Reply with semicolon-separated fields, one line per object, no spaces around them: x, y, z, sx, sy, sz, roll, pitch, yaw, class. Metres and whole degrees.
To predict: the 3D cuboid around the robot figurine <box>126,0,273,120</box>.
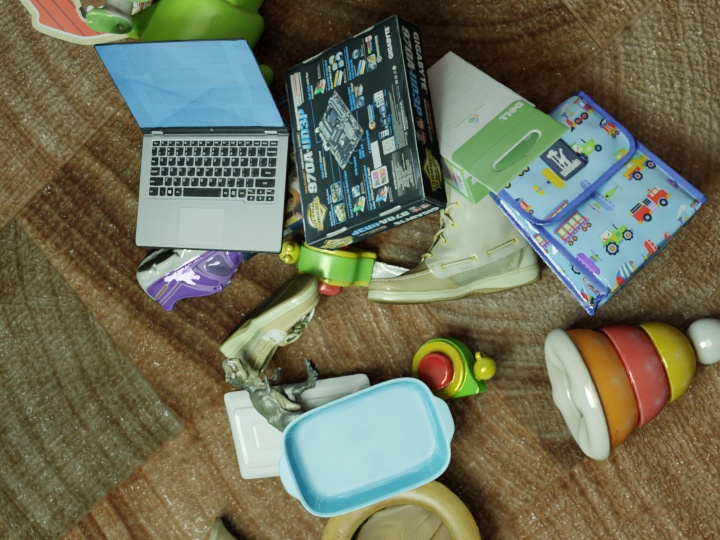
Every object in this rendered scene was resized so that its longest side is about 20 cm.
-0.183;-0.249;1.303;0.174;0.116;0.202;34;104;13;robot figurine

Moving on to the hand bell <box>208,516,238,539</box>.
-0.095;0.375;1.397;0.197;0.104;0.106;18;102;-2;hand bell

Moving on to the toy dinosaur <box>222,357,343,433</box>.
-0.071;0.158;1.323;0.088;0.048;0.201;-35;101;10;toy dinosaur

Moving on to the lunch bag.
0.234;-0.083;1.235;0.150;0.094;0.200;-41;78;-9;lunch bag

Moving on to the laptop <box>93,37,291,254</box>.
-0.180;-0.127;1.227;0.184;0.116;0.204;3;87;24;laptop

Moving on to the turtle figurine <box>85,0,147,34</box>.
-0.279;-0.370;1.250;0.142;0.200;0.197;-14;64;22;turtle figurine

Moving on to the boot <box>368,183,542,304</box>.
0.093;-0.047;1.268;0.197;0.072;0.157;-10;92;-13;boot

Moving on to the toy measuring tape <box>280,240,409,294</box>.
0.000;0.000;1.313;0.197;0.074;0.075;14;101;11;toy measuring tape

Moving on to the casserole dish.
0.006;0.190;1.282;0.197;0.039;0.123;-20;97;1;casserole dish

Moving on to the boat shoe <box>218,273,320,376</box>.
-0.092;0.066;1.316;0.063;0.073;0.200;45;139;-6;boat shoe

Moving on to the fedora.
0.052;0.319;1.347;0.197;0.082;0.204;3;101;14;fedora

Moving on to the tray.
-0.071;0.186;1.367;0.197;0.022;0.109;-10;94;26;tray

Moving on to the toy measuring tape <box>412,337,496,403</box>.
0.062;0.118;1.331;0.197;0.073;0.075;-15;95;28;toy measuring tape

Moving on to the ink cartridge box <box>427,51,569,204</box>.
0.121;-0.138;1.208;0.103;0.060;0.200;-39;47;-10;ink cartridge box

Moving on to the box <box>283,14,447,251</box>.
0.002;-0.139;1.210;0.157;0.046;0.203;-20;71;35;box

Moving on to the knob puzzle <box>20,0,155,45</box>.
-0.321;-0.354;1.364;0.216;0.030;0.224;2;98;12;knob puzzle

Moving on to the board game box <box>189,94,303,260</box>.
-0.073;-0.121;1.295;0.198;0.035;0.137;-30;74;0;board game box

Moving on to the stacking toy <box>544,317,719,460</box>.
0.308;0.104;1.256;0.197;0.146;0.148;-19;94;-4;stacking toy

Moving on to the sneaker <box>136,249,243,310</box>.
-0.163;-0.020;1.365;0.198;0.081;0.084;-27;117;14;sneaker
